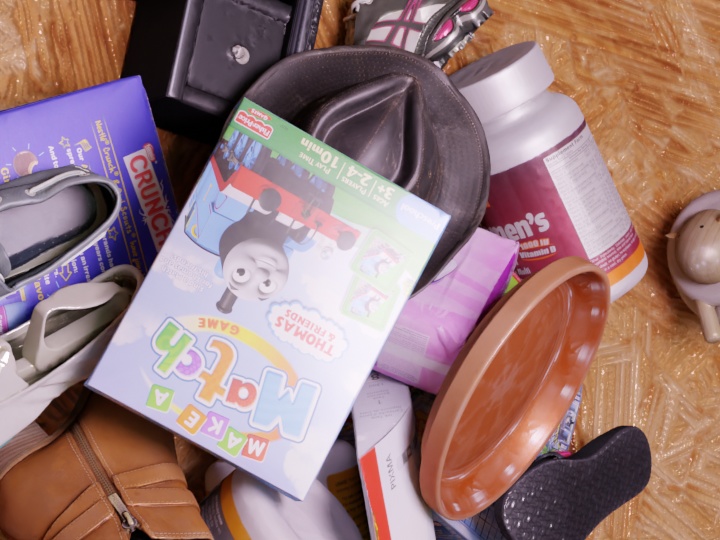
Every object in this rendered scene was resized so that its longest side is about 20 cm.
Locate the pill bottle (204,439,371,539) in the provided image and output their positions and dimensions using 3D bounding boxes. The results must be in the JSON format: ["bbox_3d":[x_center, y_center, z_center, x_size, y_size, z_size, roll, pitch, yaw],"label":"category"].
[{"bbox_3d":[-0.047,0.187,1.337,0.109,0.109,0.201,-10,93,-36],"label":"pill bottle"}]

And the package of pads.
[{"bbox_3d":[0.000,0.000,1.332,0.199,0.076,0.121,21,44,11],"label":"package of pads"}]

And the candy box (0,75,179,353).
[{"bbox_3d":[-0.218,-0.020,1.249,0.199,0.077,0.170,-19,99,-33],"label":"candy box"}]

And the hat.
[{"bbox_3d":[0.002,-0.080,1.260,0.200,0.081,0.202,4,66,-10],"label":"hat"}]

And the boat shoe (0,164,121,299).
[{"bbox_3d":[-0.232,-0.014,1.155,0.199,0.062,0.073,-26,101,-32],"label":"boat shoe"}]

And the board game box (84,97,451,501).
[{"bbox_3d":[-0.056,0.018,1.181,0.151,0.037,0.201,29,81,-8],"label":"board game box"}]

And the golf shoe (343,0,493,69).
[{"bbox_3d":[0.011,-0.159,1.443,0.088,0.077,0.200,44,59,-3],"label":"golf shoe"}]

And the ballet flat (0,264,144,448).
[{"bbox_3d":[-0.205,0.052,1.164,0.200,0.069,0.070,-32,105,-35],"label":"ballet flat"}]

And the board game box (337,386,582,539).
[{"bbox_3d":[0.074,0.121,1.461,0.199,0.062,0.201,28,71,-32],"label":"board game box"}]

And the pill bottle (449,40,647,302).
[{"bbox_3d":[0.137,-0.068,1.492,0.109,0.109,0.201,-36,107,-32],"label":"pill bottle"}]

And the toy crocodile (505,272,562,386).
[{"bbox_3d":[0.088,0.012,1.428,0.062,0.068,0.200,-34,80,-38],"label":"toy crocodile"}]

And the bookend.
[{"bbox_3d":[-0.132,-0.193,1.317,0.199,0.092,0.200,19,75,-32],"label":"bookend"}]

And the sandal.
[{"bbox_3d":[0.156,0.168,1.459,0.200,0.045,0.076,-18,103,-51],"label":"sandal"}]

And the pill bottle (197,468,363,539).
[{"bbox_3d":[-0.097,0.221,1.238,0.116,0.117,0.200,36,111,-28],"label":"pill bottle"}]

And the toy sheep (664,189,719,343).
[{"bbox_3d":[0.330,-0.005,1.619,0.200,0.137,0.139,12,79,-49],"label":"toy sheep"}]

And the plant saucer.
[{"bbox_3d":[0.102,0.078,1.314,0.200,0.032,0.201,-42,151,-30],"label":"plant saucer"}]

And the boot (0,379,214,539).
[{"bbox_3d":[-0.133,0.116,1.199,0.199,0.155,0.077,-25,134,-28],"label":"boot"}]

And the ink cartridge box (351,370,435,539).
[{"bbox_3d":[0.029,0.174,1.287,0.047,0.200,0.161,-10,114,-1],"label":"ink cartridge box"}]
